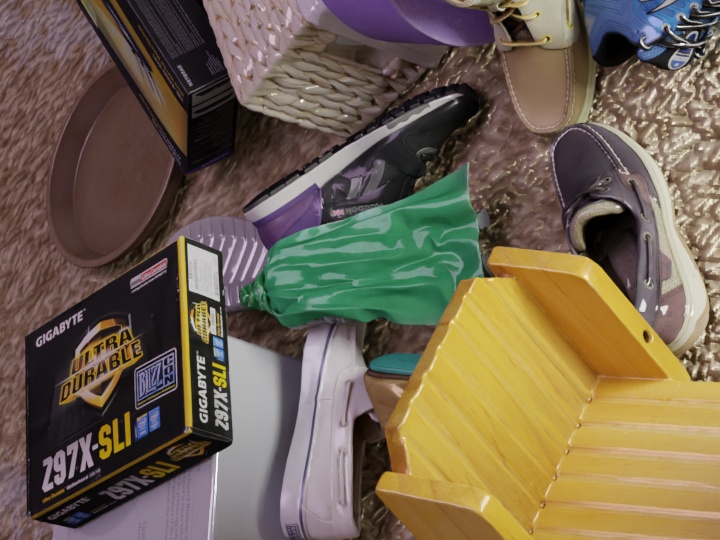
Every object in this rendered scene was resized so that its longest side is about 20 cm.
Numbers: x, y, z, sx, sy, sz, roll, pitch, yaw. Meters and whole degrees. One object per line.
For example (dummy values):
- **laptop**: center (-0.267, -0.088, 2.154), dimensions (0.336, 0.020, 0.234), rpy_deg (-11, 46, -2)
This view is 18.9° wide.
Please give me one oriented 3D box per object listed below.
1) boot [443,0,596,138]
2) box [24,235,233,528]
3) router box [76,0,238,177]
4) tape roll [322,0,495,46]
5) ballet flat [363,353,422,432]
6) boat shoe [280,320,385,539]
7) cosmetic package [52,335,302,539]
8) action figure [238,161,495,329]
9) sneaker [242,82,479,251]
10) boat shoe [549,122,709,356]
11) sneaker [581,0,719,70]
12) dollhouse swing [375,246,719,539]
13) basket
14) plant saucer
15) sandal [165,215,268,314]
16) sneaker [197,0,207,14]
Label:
- **boot**: center (0.099, -0.183, 1.486), dimensions (0.072, 0.155, 0.201), rpy_deg (-4, 98, 28)
- **box**: center (-0.178, 0.088, 1.634), dimensions (0.200, 0.049, 0.160), rpy_deg (-29, 56, 38)
- **router box**: center (-0.172, -0.198, 1.803), dimensions (0.200, 0.052, 0.157), rpy_deg (57, 164, 18)
- **tape roll**: center (0.054, -0.264, 1.570), dimensions (0.085, 0.200, 0.201), rpy_deg (10, 84, 51)
- **ballet flat**: center (0.084, 0.092, 1.516), dimensions (0.200, 0.068, 0.063), rpy_deg (0, 102, 49)
- **boat shoe**: center (-0.008, 0.107, 1.611), dimensions (0.070, 0.071, 0.201), rpy_deg (2, 61, 16)
- **cosmetic package**: center (-0.131, 0.178, 1.673), dimensions (0.200, 0.123, 0.200), rpy_deg (-20, 60, 44)
- **action figure**: center (0.000, 0.000, 1.591), dimensions (0.199, 0.055, 0.119), rpy_deg (-11, 75, 21)
- **sneaker**: center (0.016, -0.065, 1.646), dimensions (0.200, 0.088, 0.076), rpy_deg (-32, 7, 12)
- **boat shoe**: center (0.169, -0.030, 1.450), dimensions (0.072, 0.065, 0.200), rpy_deg (-44, 46, 29)
- **sneaker**: center (0.226, -0.180, 1.447), dimensions (0.200, 0.078, 0.090), rpy_deg (-15, 71, 55)
- **dollhouse swing**: center (0.151, 0.096, 1.292), dimensions (0.175, 0.182, 0.200), rpy_deg (-13, 38, 45)
- **basket**: center (-0.040, -0.218, 1.717), dimensions (0.123, 0.135, 0.200), rpy_deg (-48, 45, 32)
- **plant saucer**: center (-0.217, -0.096, 1.955), dimensions (0.200, 0.029, 0.201), rpy_deg (-23, 59, 43)
- **sandal**: center (-0.074, 0.000, 1.735), dimensions (0.202, 0.050, 0.083), rpy_deg (-1, 71, 34)
- **sneaker**: center (-0.131, -0.286, 1.900), dimensions (0.098, 0.071, 0.201), rpy_deg (-110, 38, -61)
